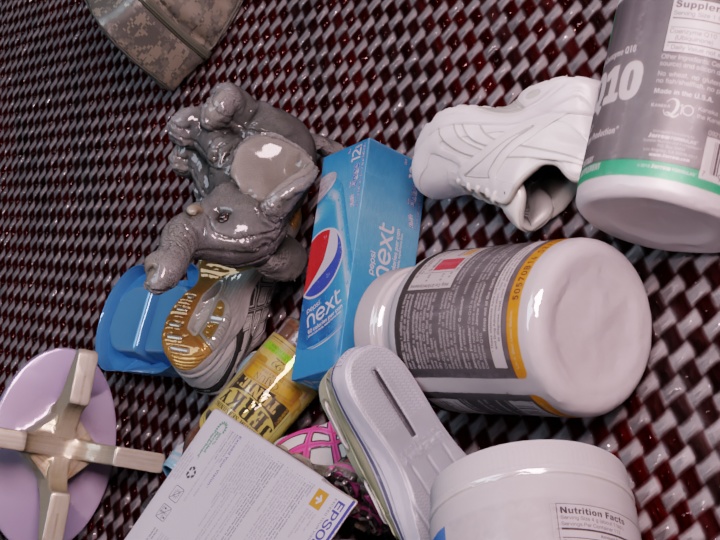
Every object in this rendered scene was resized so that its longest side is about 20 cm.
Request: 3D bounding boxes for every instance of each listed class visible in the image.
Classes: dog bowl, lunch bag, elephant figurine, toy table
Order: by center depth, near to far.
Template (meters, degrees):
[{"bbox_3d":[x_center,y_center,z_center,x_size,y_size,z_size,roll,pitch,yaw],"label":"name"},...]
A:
[{"bbox_3d":[-0.096,-0.051,1.252,0.154,0.142,0.201,-30,43,14],"label":"elephant figurine"},{"bbox_3d":[-0.291,0.175,1.420,0.117,0.182,0.202,167,102,-68],"label":"toy table"},{"bbox_3d":[-0.193,0.054,1.447,0.199,0.049,0.113,-3,69,53],"label":"dog bowl"},{"bbox_3d":[-0.216,-0.328,1.638,0.168,0.139,0.200,-41,39,8],"label":"lunch bag"}]

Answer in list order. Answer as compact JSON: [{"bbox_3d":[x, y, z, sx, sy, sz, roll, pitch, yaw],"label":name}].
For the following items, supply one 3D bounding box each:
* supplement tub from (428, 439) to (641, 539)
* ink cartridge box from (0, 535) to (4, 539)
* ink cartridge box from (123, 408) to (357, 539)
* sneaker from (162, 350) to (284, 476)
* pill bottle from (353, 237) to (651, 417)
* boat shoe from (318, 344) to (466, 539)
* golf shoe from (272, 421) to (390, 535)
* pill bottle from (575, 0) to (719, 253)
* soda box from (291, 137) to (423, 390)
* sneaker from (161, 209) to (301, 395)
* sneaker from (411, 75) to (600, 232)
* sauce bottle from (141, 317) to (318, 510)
[{"bbox_3d":[0.109,0.217,0.863,0.132,0.131,0.201,-36,45,37],"label":"supplement tub"},{"bbox_3d":[-0.422,0.330,1.514,0.200,0.147,0.086,25,90,57],"label":"ink cartridge box"},{"bbox_3d":[-0.102,0.219,1.055,0.199,0.043,0.197,24,76,51],"label":"ink cartridge box"},{"bbox_3d":[-0.123,0.159,1.260,0.074,0.082,0.202,-2,69,53],"label":"sneaker"},{"bbox_3d":[0.091,0.041,1.003,0.199,0.116,0.117,-4,68,52],"label":"pill bottle"},{"bbox_3d":[0.038,0.144,1.002,0.201,0.072,0.062,63,152,4],"label":"boat shoe"},{"bbox_3d":[-0.003,0.148,1.129,0.092,0.073,0.199,-41,18,-24],"label":"golf shoe"},{"bbox_3d":[0.211,-0.122,0.937,0.113,0.113,0.202,-4,67,53],"label":"pill bottle"},{"bbox_3d":[0.000,0.000,1.196,0.064,0.067,0.202,-19,56,47],"label":"soda box"},{"bbox_3d":[-0.112,0.022,1.334,0.075,0.088,0.201,16,59,28],"label":"sneaker"},{"bbox_3d":[0.107,-0.074,1.089,0.199,0.077,0.100,-18,60,50],"label":"sneaker"},{"bbox_3d":[-0.099,0.132,1.209,0.200,0.065,0.065,-51,33,-9],"label":"sauce bottle"}]
